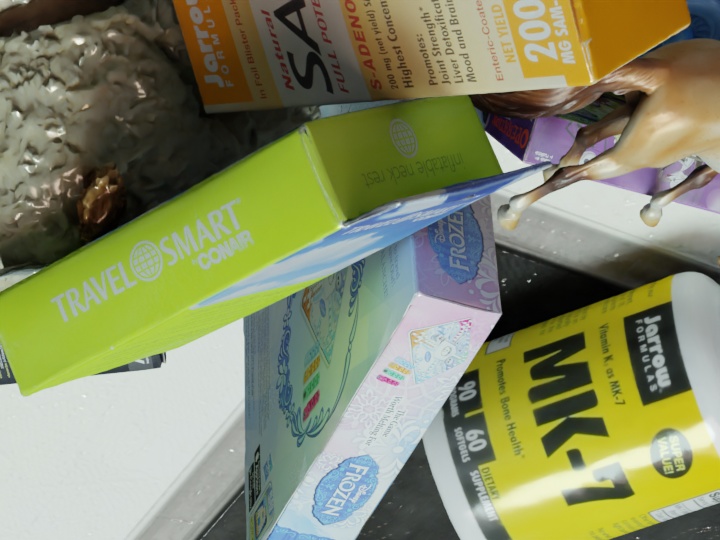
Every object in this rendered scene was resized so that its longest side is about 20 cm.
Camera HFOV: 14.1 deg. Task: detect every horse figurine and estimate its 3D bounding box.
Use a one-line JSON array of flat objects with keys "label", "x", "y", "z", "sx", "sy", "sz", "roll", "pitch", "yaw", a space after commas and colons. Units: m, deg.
[{"label": "horse figurine", "x": 0.138, "y": -0.054, "z": 1.186, "sx": 0.199, "sy": 0.050, "sz": 0.132, "roll": 14, "pitch": 141, "yaw": -37}]

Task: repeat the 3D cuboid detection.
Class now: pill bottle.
[{"label": "pill bottle", "x": 0.139, "y": 0.068, "z": 1.455, "sx": 0.199, "sy": 0.115, "sz": 0.114, "roll": -21, "pitch": 137, "yaw": 17}]

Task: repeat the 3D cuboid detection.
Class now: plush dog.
[{"label": "plush dog", "x": -0.129, "y": -0.092, "z": 1.207, "sx": 0.199, "sy": 0.173, "sz": 0.160, "roll": -20, "pitch": 177, "yaw": 1}]

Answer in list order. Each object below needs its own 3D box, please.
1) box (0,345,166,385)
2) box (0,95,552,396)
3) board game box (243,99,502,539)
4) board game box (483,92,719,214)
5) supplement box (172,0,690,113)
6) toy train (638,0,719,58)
[{"label": "box", "x": -0.181, "y": -0.023, "z": 1.365, "sx": 0.160, "sy": 0.049, "sz": 0.201, "roll": -8, "pitch": 139, "yaw": 0}, {"label": "box", "x": -0.037, "y": -0.015, "z": 1.143, "sx": 0.199, "sy": 0.048, "sz": 0.122, "roll": -27, "pitch": 175, "yaw": 34}, {"label": "board game box", "x": 0.000, "y": 0.000, "z": 1.293, "sx": 0.043, "sy": 0.201, "sz": 0.199, "roll": 12, "pitch": 137, "yaw": -17}, {"label": "board game box", "x": 0.144, "y": -0.053, "z": 1.316, "sx": 0.199, "sy": 0.120, "sz": 0.032, "roll": 14, "pitch": 99, "yaw": -20}, {"label": "supplement box", "x": 0.014, "y": -0.133, "z": 1.117, "sx": 0.199, "sy": 0.073, "sz": 0.127, "roll": -2, "pitch": 111, "yaw": 42}, {"label": "toy train", "x": 0.183, "y": -0.134, "z": 1.202, "sx": 0.199, "sy": 0.087, "sz": 0.114, "roll": -30, "pitch": 142, "yaw": 26}]
